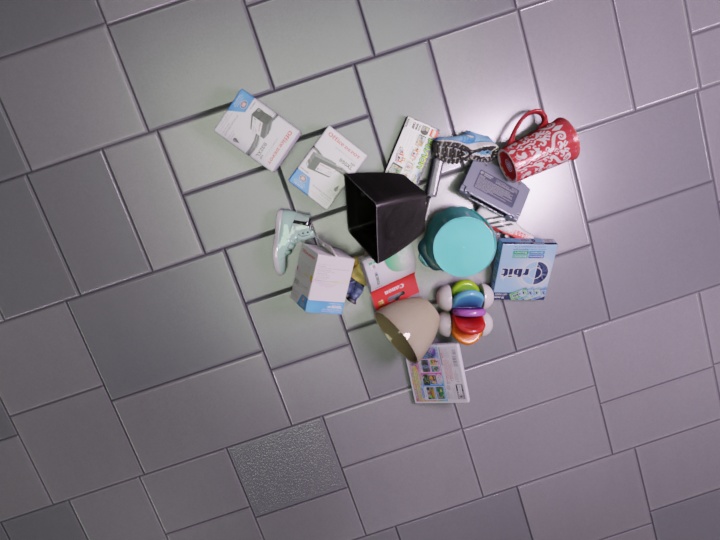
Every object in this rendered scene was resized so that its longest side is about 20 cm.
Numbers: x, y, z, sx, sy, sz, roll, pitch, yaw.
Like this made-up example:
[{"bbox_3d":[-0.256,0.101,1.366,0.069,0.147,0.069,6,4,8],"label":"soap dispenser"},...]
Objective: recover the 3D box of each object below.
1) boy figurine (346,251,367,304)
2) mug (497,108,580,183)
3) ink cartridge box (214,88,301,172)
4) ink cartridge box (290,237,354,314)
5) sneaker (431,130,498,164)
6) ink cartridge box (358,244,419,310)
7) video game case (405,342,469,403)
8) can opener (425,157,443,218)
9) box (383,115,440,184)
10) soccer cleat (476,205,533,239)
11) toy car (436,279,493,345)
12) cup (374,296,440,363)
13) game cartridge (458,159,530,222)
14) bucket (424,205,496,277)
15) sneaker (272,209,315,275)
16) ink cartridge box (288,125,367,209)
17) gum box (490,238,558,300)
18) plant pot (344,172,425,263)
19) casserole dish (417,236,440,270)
[{"bbox_3d":[0.000,0.000,1.669,0.124,0.064,0.200,28,97,-9],"label":"boy figurine"},{"bbox_3d":[0.507,-0.360,1.597,0.200,0.134,0.178,-26,59,-4],"label":"mug"},{"bbox_3d":[-0.293,-0.399,1.563,0.200,0.084,0.145,35,97,-9],"label":"ink cartridge box"},{"bbox_3d":[-0.111,0.012,1.610,0.125,0.129,0.201,8,104,-31],"label":"ink cartridge box"},{"bbox_3d":[0.304,-0.371,1.610,0.199,0.090,0.078,1,139,-13],"label":"sneaker"},{"bbox_3d":[0.097,0.020,1.649,0.161,0.050,0.200,-24,113,-12],"label":"ink cartridge box"},{"bbox_3d":[0.242,0.329,1.732,0.182,0.024,0.201,-7,103,25],"label":"video game case"},{"bbox_3d":[0.197,-0.243,1.638,0.067,0.053,0.201,10,99,-6],"label":"can opener"},{"bbox_3d":[0.149,-0.345,1.624,0.110,0.035,0.200,22,99,-7],"label":"box"},{"bbox_3d":[0.447,-0.149,1.666,0.200,0.069,0.085,21,103,-2],"label":"soccer cleat"},{"bbox_3d":[0.328,0.132,1.670,0.175,0.150,0.201,-1,101,-3],"label":"toy car"},{"bbox_3d":[0.158,0.161,1.660,0.143,0.200,0.200,-38,101,-15],"label":"cup"},{"bbox_3d":[0.405,-0.246,1.631,0.200,0.042,0.133,28,67,-4],"label":"game cartridge"},{"bbox_3d":[0.292,-0.081,1.590,0.207,0.135,0.208,0,105,0],"label":"bucket"},{"bbox_3d":[-0.198,-0.079,1.634,0.118,0.074,0.201,6,98,2],"label":"sneaker"},{"bbox_3d":[-0.096,-0.302,1.593,0.144,0.084,0.200,36,97,-10],"label":"ink cartridge box"},{"bbox_3d":[0.500,-0.002,1.677,0.169,0.045,0.200,0,120,-4],"label":"gum box"},{"bbox_3d":[0.078,-0.173,1.559,0.177,0.200,0.200,-20,130,-19],"label":"plant pot"},{"bbox_3d":[0.273,-0.081,1.683,0.200,0.039,0.121,-35,100,5],"label":"casserole dish"}]
